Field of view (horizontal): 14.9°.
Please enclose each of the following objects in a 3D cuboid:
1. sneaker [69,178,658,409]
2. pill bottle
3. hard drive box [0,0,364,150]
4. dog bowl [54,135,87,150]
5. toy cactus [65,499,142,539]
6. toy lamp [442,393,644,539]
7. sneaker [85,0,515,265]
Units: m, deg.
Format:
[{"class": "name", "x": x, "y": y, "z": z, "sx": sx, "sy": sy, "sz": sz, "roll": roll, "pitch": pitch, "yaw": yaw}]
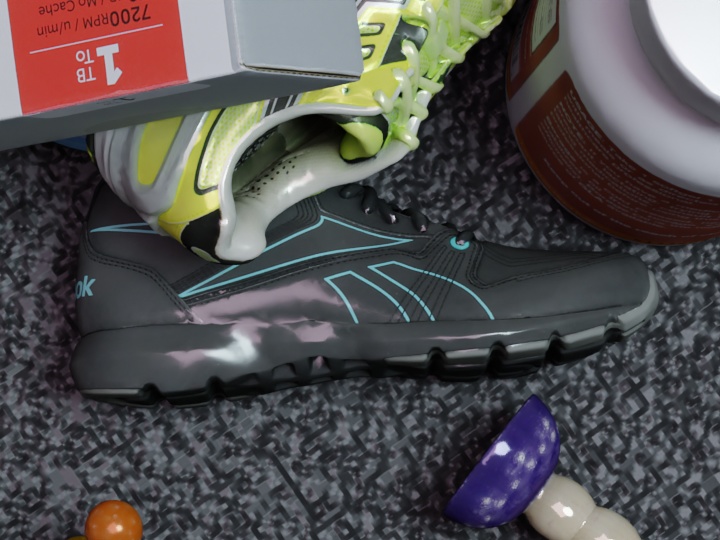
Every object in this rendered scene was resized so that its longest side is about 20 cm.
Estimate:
[{"class": "sneaker", "x": 0.000, "y": 0.000, "z": 0.924, "sx": 0.199, "sy": 0.075, "sz": 0.080, "roll": -4, "pitch": 80, "yaw": -2}, {"class": "pill bottle", "x": 0.112, "y": -0.073, "z": 0.870, "sx": 0.112, "sy": 0.200, "sz": 0.113, "roll": 0, "pitch": 84, "yaw": -5}, {"class": "hard drive box", "x": -0.093, "y": -0.144, "z": 0.837, "sx": 0.155, "sy": 0.077, "sz": 0.201, "roll": -10, "pitch": 87, "yaw": 27}, {"class": "dog bowl", "x": -0.047, "y": -0.120, "z": 0.952, "sx": 0.199, "sy": 0.050, "sz": 0.112, "roll": -26, "pitch": 83, "yaw": -5}, {"class": "toy cactus", "x": -0.076, "y": 0.165, "z": 0.868, "sx": 0.199, "sy": 0.103, "sz": 0.165, "roll": 29, "pitch": 44, "yaw": 12}, {"class": "toy lamp", "x": 0.123, "y": 0.120, "z": 0.919, "sx": 0.200, "sy": 0.058, "sz": 0.058, "roll": 39, "pitch": 83, "yaw": 5}, {"class": "sneaker", "x": 0.009, "y": -0.074, "z": 0.889, "sx": 0.200, "sy": 0.075, "sz": 0.076, "roll": -40, "pitch": 54, "yaw": 2}]
